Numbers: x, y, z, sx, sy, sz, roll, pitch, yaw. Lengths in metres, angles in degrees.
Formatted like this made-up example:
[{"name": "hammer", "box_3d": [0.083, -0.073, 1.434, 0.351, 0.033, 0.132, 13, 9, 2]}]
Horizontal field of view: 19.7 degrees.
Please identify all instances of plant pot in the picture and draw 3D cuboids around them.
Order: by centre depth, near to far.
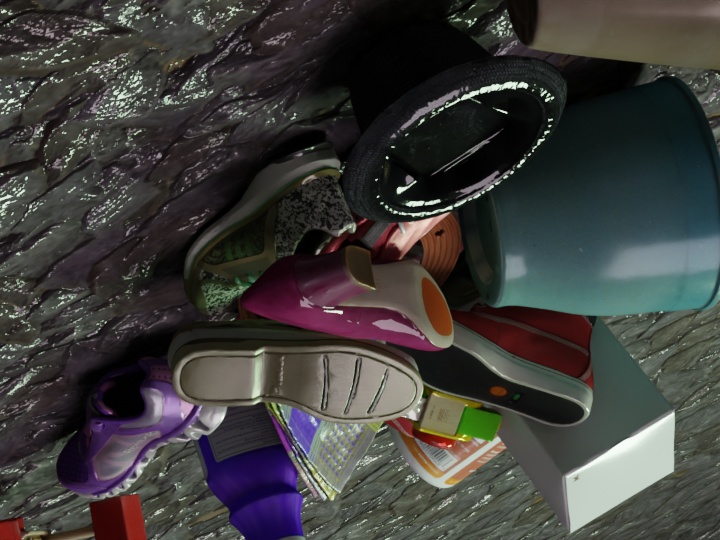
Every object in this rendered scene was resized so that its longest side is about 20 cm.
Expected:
[{"name": "plant pot", "box_3d": [0.184, -0.215, 1.360, 0.173, 0.200, 0.200, -10, 157, -7]}, {"name": "plant pot", "box_3d": [0.185, -0.050, 1.733, 0.187, 0.200, 0.200, -10, 156, -10]}]

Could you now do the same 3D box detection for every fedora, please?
[{"name": "fedora", "box_3d": [0.054, -0.120, 1.504, 0.200, 0.092, 0.201, -25, 158, -11]}]

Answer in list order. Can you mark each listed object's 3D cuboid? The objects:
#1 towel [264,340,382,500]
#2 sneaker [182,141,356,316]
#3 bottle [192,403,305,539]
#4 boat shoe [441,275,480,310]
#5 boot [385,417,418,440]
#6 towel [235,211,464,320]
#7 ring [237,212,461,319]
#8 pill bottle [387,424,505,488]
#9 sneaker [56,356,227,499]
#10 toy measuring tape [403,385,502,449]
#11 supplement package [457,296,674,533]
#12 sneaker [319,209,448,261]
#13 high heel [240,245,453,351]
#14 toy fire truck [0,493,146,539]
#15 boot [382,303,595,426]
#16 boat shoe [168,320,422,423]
[{"name": "towel", "box_3d": [-0.019, 0.099, 1.766, 0.144, 0.023, 0.200, -55, 149, -21]}, {"name": "sneaker", "box_3d": [-0.069, -0.010, 1.601, 0.077, 0.089, 0.200, -11, 153, -42]}, {"name": "bottle", "box_3d": [-0.097, 0.164, 1.803, 0.083, 0.200, 0.065, -14, 155, -17]}, {"name": "boat shoe", "box_3d": [0.086, 0.046, 1.975, 0.200, 0.068, 0.075, -9, 149, -39]}, {"name": "boot", "box_3d": [0.005, 0.103, 2.016, 0.200, 0.144, 0.073, -139, -108, -80]}, {"name": "towel", "box_3d": [0.000, 0.000, 1.814, 0.200, 0.030, 0.146, -37, 156, 17]}, {"name": "ring", "box_3d": [-0.010, -0.002, 1.740, 0.200, 0.019, 0.201, -16, 144, -11]}, {"name": "pill bottle", "box_3d": [0.134, 0.133, 2.183, 0.200, 0.112, 0.112, -37, 159, 20]}, {"name": "sneaker", "box_3d": [-0.206, 0.127, 1.770, 0.088, 0.081, 0.200, 18, 139, -41]}, {"name": "toy measuring tape", "box_3d": [0.045, 0.114, 1.822, 0.200, 0.074, 0.074, 17, 133, -38]}, {"name": "supplement package", "box_3d": [0.183, 0.114, 1.894, 0.121, 0.200, 0.120, -29, 148, -11]}, {"name": "sneaker", "box_3d": [0.029, -0.043, 1.608, 0.200, 0.074, 0.087, -52, 180, 18]}, {"name": "high heel", "box_3d": [-0.005, 0.027, 1.582, 0.096, 0.068, 0.200, -18, 152, 25]}, {"name": "toy fire truck", "box_3d": [-0.305, 0.245, 1.850, 0.200, 0.049, 0.141, -17, 171, 39]}, {"name": "boot", "box_3d": [0.114, 0.038, 1.798, 0.200, 0.145, 0.072, 21, 144, -17]}, {"name": "boat shoe", "box_3d": [-0.051, 0.070, 1.627, 0.199, 0.068, 0.075, 8, 118, -14]}]
